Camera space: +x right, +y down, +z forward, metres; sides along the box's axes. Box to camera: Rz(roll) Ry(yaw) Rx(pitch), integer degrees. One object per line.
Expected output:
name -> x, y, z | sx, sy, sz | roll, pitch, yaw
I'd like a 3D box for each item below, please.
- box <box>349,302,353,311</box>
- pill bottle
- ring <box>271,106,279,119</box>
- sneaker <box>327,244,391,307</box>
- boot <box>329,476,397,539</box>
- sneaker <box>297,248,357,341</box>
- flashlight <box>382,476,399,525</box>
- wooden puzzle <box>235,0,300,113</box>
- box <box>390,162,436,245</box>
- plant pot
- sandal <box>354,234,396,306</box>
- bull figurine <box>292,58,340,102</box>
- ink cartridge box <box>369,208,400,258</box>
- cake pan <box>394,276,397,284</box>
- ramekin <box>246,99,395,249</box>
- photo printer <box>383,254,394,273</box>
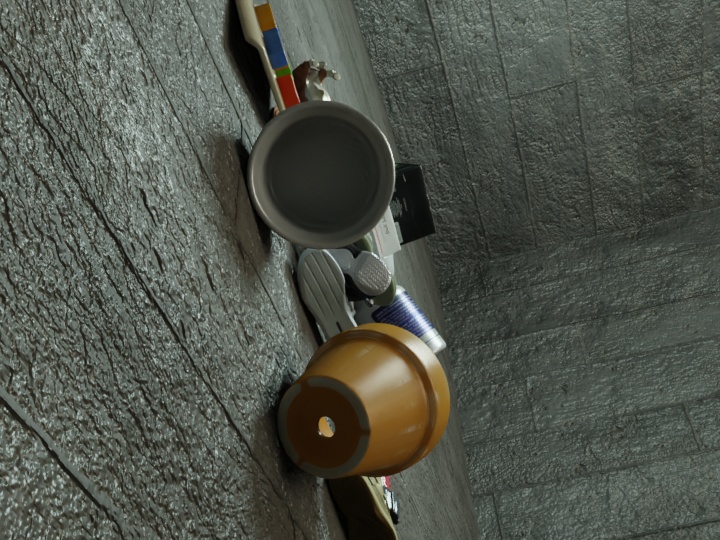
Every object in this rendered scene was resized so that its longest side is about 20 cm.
box -> -0.052, -0.043, 1.615 | 0.200, 0.041, 0.156 | -91, 165, -51
pill bottle -> 0.056, 0.097, 1.682 | 0.200, 0.120, 0.120 | 53, 6, 8
ring -> -0.076, -0.198, 1.512 | 0.200, 0.019, 0.201 | 45, 21, -22
sneaker -> -0.041, -0.018, 1.454 | 0.200, 0.075, 0.114 | 44, -26, 10
boot -> 0.012, 0.332, 1.357 | 0.156, 0.073, 0.200 | -79, 149, -63
sneaker -> -0.057, 0.044, 1.414 | 0.071, 0.073, 0.200 | -131, -159, -57
flashlight -> 0.041, 0.347, 1.536 | 0.200, 0.068, 0.068 | -93, 161, -56
wooden puzzle -> -0.137, -0.338, 1.420 | 0.200, 0.046, 0.185 | 66, 6, -48
box -> 0.046, -0.137, 1.863 | 0.200, 0.124, 0.149 | 22, -51, 66
plant pot -> -0.009, 0.178, 1.143 | 0.183, 0.200, 0.201 | -10, 87, -65
sandal -> -0.001, 0.000, 1.546 | 0.201, 0.080, 0.057 | 59, 36, -43
bull figurine -> -0.076, -0.302, 1.698 | 0.121, 0.065, 0.200 | -20, -89, 57
ink cartridge box -> 0.011, -0.089, 1.716 | 0.200, 0.067, 0.117 | 29, -40, 61
cake pan -> 0.070, 0.067, 2.231 | 0.200, 0.037, 0.201 | -14, 90, -81
ramekin -> -0.054, -0.134, 1.256 | 0.098, 0.200, 0.201 | -99, 175, -81
photo printer -> 0.030, -0.079, 2.092 | 0.200, 0.069, 0.167 | -92, 166, -49
